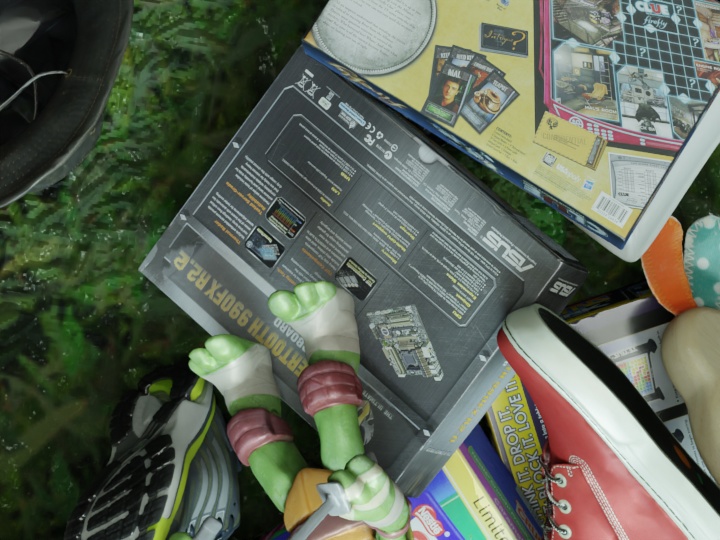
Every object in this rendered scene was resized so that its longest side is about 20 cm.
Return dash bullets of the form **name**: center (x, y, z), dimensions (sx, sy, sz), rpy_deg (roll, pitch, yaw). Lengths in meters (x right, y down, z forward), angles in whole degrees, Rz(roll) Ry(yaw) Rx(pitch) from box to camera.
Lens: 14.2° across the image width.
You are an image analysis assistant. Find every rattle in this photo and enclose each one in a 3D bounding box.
- **rattle**: center (0.194, 0.082, 1.631), dimensions (0.200, 0.143, 0.130), rpy_deg (48, 58, 6)

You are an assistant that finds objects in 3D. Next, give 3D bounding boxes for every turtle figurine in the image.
- **turtle figurine**: center (-0.046, 0.109, 1.461), dimensions (0.199, 0.144, 0.195), rpy_deg (-5, 62, -18)

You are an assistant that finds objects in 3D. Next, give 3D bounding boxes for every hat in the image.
- **hat**: center (-0.184, -0.102, 1.591), dimensions (0.201, 0.200, 0.081), rpy_deg (-50, 139, 1)

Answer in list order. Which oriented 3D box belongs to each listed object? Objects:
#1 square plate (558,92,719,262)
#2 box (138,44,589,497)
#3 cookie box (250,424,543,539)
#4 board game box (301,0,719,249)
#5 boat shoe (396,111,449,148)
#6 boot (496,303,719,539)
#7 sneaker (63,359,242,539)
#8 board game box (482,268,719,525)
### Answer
- **square plate**: center (0.128, -0.140, 1.594), dimensions (0.198, 0.028, 0.200), rpy_deg (36, 76, 3)
- **box**: center (0.000, 0.000, 1.570), dimensions (0.200, 0.048, 0.159), rpy_deg (40, 100, 21)
- **cookie box**: center (0.018, 0.202, 1.630), dimensions (0.199, 0.075, 0.172), rpy_deg (-32, 94, 13)
- **board game box**: center (0.088, -0.121, 1.521), dimensions (0.199, 0.035, 0.136), rpy_deg (32, 84, 6)
- **boat shoe**: center (0.085, -0.103, 1.630), dimensions (0.199, 0.075, 0.062), rpy_deg (-33, 80, -6)
- **boot**: center (0.102, 0.125, 1.521), dimensions (0.144, 0.073, 0.200), rpy_deg (-36, 108, 13)
- **sneaker**: center (-0.102, 0.129, 1.587), dimensions (0.074, 0.200, 0.081), rpy_deg (-25, 113, 25)
- **board game box**: center (0.164, 0.112, 1.674), dimensions (0.164, 0.057, 0.201), rpy_deg (-17, 98, -2)
